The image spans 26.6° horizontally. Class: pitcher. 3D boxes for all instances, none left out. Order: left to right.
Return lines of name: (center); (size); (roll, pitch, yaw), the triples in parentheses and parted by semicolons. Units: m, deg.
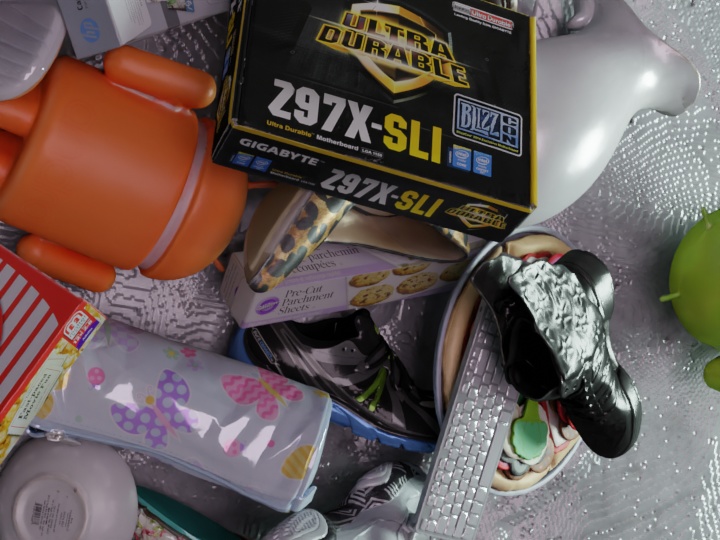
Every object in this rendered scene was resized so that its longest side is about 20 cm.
pitcher: (0.123, -0.134, 1.098); (0.200, 0.121, 0.172); (-37, 86, -25)

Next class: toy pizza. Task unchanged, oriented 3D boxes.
toy pizza: (0.127, 0.067, 1.112); (0.200, 0.032, 0.200); (-7, 99, -46)

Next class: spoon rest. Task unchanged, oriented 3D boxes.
spoon rest: (-0.208, 0.206, 1.012); (0.099, 0.061, 0.200); (13, 86, 9)

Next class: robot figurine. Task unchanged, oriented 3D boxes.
robot figurine: (-0.159, -0.062, 0.980); (0.200, 0.117, 0.144); (22, 75, -21)
robot figurine: (0.327, 0.019, 1.183); (0.200, 0.116, 0.176); (20, 94, -22)

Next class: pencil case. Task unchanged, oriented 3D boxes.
pencil case: (-0.118, 0.092, 0.995); (0.200, 0.091, 0.083); (18, 131, -5)

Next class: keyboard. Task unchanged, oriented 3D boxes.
keyboard: (0.087, 0.089, 1.052); (0.056, 0.011, 0.200); (19, 87, -32)

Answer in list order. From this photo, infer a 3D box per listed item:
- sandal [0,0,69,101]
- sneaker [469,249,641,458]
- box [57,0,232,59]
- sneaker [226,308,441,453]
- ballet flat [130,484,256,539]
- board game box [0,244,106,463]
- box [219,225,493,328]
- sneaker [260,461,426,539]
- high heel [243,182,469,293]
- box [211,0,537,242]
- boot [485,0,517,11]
sandal: (-0.193, -0.172, 0.959); (0.059, 0.079, 0.207); (61, 33, -48)
sneaker: (0.136, 0.065, 1.044); (0.104, 0.060, 0.200); (-39, 126, -41)
box: (-0.128, -0.231, 0.958); (0.200, 0.041, 0.156); (-34, 110, -53)
sneaker: (0.005, 0.073, 1.081); (0.200, 0.071, 0.083); (24, 92, -19)
ballet flat: (-0.088, 0.215, 1.058); (0.200, 0.076, 0.064); (27, 94, -19)
board game box: (-0.277, 0.067, 0.936); (0.151, 0.046, 0.200); (31, 80, 18)
box: (0.000, 0.000, 1.063); (0.200, 0.039, 0.041); (-9, 139, -33)
sneaker: (0.012, 0.207, 1.041); (0.115, 0.075, 0.200); (46, 31, 17)
high heel: (0.006, -0.016, 0.991); (0.143, 0.071, 0.200); (48, 42, -17)
box: (0.013, -0.116, 0.955); (0.200, 0.049, 0.160); (15, 58, -17)
boot: (0.019, -0.236, 1.048); (0.097, 0.075, 0.200); (-37, 91, -21)
